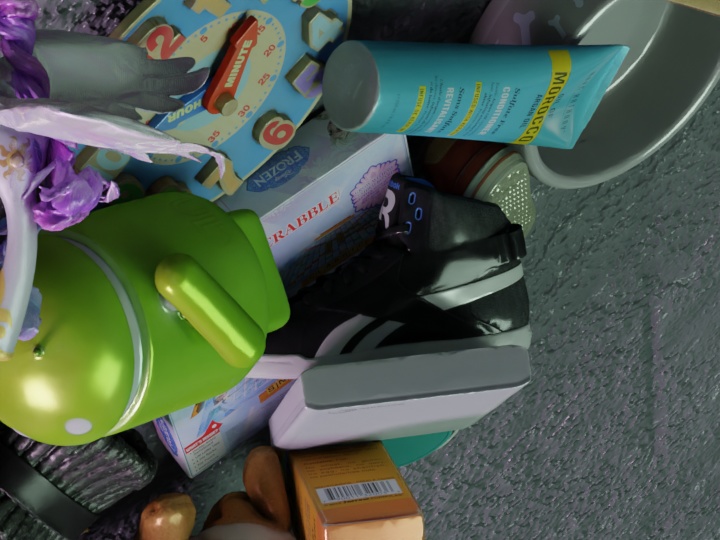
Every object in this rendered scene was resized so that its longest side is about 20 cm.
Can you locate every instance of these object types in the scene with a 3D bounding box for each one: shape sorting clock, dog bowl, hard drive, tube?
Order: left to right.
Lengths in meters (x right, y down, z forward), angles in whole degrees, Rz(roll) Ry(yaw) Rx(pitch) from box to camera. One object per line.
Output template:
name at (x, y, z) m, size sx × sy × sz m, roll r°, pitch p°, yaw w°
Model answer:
shape sorting clock at (-0.083, -0.100, 1.601) m, size 0.199 × 0.039 × 0.201 m, roll -29°, pitch 146°, yaw -22°
hard drive at (0.019, 0.077, 1.731) m, size 0.131 × 0.027 × 0.200 m, roll -6°, pitch 170°, yaw -8°
tube at (0.068, -0.104, 1.690) m, size 0.199 × 0.051 × 0.078 m, roll -1°, pitch 137°, yaw -41°
dog bowl at (0.155, -0.136, 1.811) m, size 0.199 × 0.059 × 0.201 m, roll -29°, pitch 146°, yaw -22°

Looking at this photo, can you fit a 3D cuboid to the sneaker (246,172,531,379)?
sneaker at (0.000, 0.000, 1.718) m, size 0.198 × 0.073 × 0.113 m, roll -5°, pitch 98°, yaw -12°

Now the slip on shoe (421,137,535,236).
slip on shoe at (0.068, -0.036, 1.835) m, size 0.074 × 0.061 × 0.200 m, roll -47°, pitch 164°, yaw -14°

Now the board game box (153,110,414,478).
board game box at (-0.051, 0.009, 1.765) m, size 0.199 × 0.041 × 0.200 m, roll -34°, pitch 148°, yaw -14°

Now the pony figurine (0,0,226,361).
pony figurine at (-0.175, -0.064, 1.431) m, size 0.192 × 0.167 × 0.201 m, roll 18°, pitch 103°, yaw -17°

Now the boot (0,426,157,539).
boot at (-0.220, 0.129, 1.674) m, size 0.158 × 0.080 × 0.211 m, roll -42°, pitch 160°, yaw 11°

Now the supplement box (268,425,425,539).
supplement box at (-0.010, 0.145, 1.818) m, size 0.068 × 0.200 × 0.067 m, roll -6°, pitch 108°, yaw -8°

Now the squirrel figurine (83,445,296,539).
squirrel figurine at (-0.125, 0.221, 1.825) m, size 0.185 × 0.142 × 0.200 m, roll -13°, pitch 154°, yaw -8°

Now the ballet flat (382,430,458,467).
ballet flat at (0.043, 0.072, 1.911) m, size 0.069 × 0.070 × 0.200 m, roll -25°, pitch 168°, yaw -27°

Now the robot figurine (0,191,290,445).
robot figurine at (-0.129, 0.025, 1.563) m, size 0.175 × 0.116 × 0.199 m, roll -15°, pitch -177°, yaw 42°

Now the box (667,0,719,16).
box at (0.183, -0.251, 1.627) m, size 0.163 × 0.021 × 0.201 m, roll 11°, pitch 95°, yaw -37°
